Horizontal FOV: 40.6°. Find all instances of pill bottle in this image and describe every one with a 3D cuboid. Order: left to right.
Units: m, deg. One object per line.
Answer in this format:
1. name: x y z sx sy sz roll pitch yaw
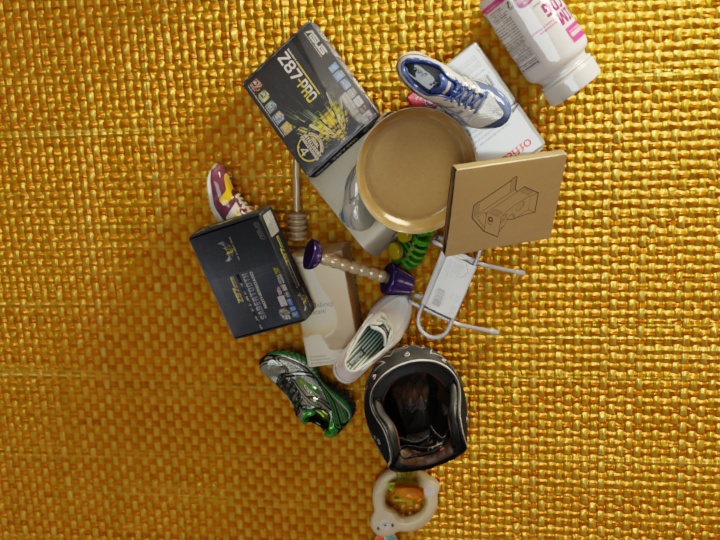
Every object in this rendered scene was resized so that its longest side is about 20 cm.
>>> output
1. pill bottle: 0.284 -0.369 1.527 0.112 0.113 0.202 -34 97 16

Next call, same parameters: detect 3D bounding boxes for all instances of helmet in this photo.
1. helmet: 0.094 0.231 1.673 0.196 0.200 0.194 -21 64 14

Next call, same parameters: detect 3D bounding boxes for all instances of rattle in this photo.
1. rattle: 0.065 0.464 1.771 0.129 0.143 0.202 29 102 -18

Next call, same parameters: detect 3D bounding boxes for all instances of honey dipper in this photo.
1. honey dipper: -0.110 -0.155 1.694 0.037 0.038 0.205 3 101 9

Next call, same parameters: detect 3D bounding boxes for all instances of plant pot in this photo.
1. plant pot: 0.088 -0.160 1.552 0.195 0.028 0.205 -2 106 -5

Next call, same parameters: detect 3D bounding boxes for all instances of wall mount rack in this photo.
1. wall mount rack: 0.181 0.030 1.673 0.171 0.075 0.203 24 107 7

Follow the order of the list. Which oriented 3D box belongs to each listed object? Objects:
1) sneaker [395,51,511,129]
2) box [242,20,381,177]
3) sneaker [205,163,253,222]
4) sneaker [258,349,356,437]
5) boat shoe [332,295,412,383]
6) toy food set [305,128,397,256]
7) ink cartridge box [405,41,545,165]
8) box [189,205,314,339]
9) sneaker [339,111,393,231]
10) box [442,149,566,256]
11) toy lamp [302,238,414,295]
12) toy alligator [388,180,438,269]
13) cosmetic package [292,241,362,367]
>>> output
1. sneaker: 0.140 -0.273 1.503 0.197 0.088 0.077 24 104 2
2. box: -0.081 -0.284 1.626 0.160 0.049 0.202 -37 83 15
3. sneaker: -0.206 -0.096 1.706 0.088 0.075 0.204 -10 111 14
4. sneaker: -0.101 0.219 1.749 0.198 0.086 0.078 36 135 0
5. boat shoe: 0.032 0.113 1.664 0.073 0.067 0.201 39 66 -4
6. toy food set: 0.014 -0.147 1.667 0.143 0.060 0.201 -41 86 17
7. ink cartridge box: 0.189 -0.247 1.590 0.143 0.084 0.202 -35 96 15
8. box: -0.186 0.006 1.669 0.155 0.051 0.203 -14 107 28
9. sneaker: 0.013 -0.167 1.601 0.072 0.071 0.204 24 97 45
10. box: 0.231 -0.108 1.571 0.196 0.021 0.166 -10 128 -18
11. toy lamp: 0.000 0.000 1.644 0.196 0.058 0.059 16 108 -21
12. toy alligator: 0.100 -0.062 1.637 0.055 0.058 0.202 55 139 30
13. cosmetic package: -0.057 0.060 1.718 0.103 0.071 0.205 -8 103 12
